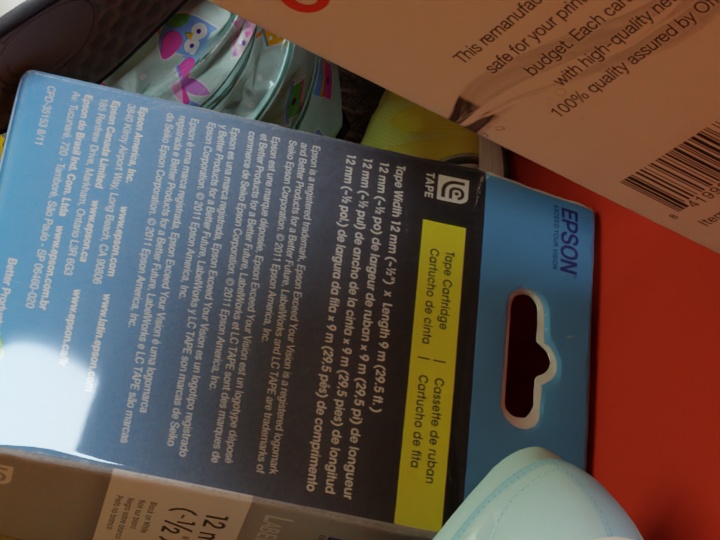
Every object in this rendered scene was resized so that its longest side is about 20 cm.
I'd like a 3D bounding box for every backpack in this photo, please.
[{"bbox_3d":[-0.098,-0.102,0.819,0.167,0.127,0.200,-39,61,9],"label":"backpack"}]

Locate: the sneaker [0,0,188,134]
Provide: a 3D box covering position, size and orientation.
[{"bbox_3d":[-0.118,-0.144,0.722,0.202,0.146,0.077,-40,-15,-18],"label":"sneaker"}]

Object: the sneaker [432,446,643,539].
[{"bbox_3d":[0.013,0.135,0.613,0.200,0.074,0.082,-47,39,16],"label":"sneaker"}]

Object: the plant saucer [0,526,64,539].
[{"bbox_3d":[-0.081,0.134,0.715,0.048,0.200,0.200,-14,51,28],"label":"plant saucer"}]

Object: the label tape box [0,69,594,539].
[{"bbox_3d":[-0.028,0.027,0.681,0.066,0.200,0.143,117,163,-54],"label":"label tape box"}]

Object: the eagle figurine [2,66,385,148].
[{"bbox_3d":[-0.074,-0.078,0.960,0.152,0.151,0.200,-51,15,10],"label":"eagle figurine"}]

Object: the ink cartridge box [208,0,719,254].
[{"bbox_3d":[0.082,-0.090,0.520,0.144,0.200,0.084,-36,38,50],"label":"ink cartridge box"}]

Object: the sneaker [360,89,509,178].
[{"bbox_3d":[0.000,0.000,0.774,0.075,0.076,0.200,-36,34,53],"label":"sneaker"}]
